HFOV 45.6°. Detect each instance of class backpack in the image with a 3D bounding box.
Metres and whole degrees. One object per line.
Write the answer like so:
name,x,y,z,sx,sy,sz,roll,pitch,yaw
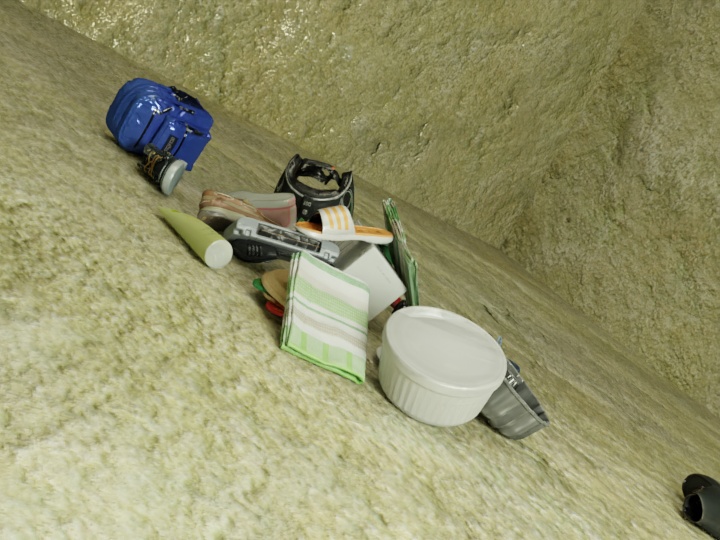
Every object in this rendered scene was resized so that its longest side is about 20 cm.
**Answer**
backpack,-0.433,-0.317,1.854,0.199,0.164,0.168,20,18,-45

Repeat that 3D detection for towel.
towel,0.080,-0.024,1.642,0.023,0.154,0.201,-13,43,-6
towel,-0.048,0.067,1.322,0.148,0.031,0.202,25,39,-20

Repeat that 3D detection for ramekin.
ramekin,0.118,0.150,1.315,0.199,0.095,0.203,14,30,-8

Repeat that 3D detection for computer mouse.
computer mouse,-0.141,-0.018,1.558,0.197,0.035,0.059,13,-12,-9

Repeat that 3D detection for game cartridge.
game cartridge,-0.150,-0.050,1.584,0.197,0.042,0.133,16,-8,-20

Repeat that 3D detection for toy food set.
toy food set,-0.086,0.061,1.416,0.198,0.049,0.198,31,11,0

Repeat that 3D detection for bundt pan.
bundt pan,0.233,0.203,1.465,0.202,0.076,0.202,48,12,-13

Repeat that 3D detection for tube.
tube,-0.282,-0.066,1.462,0.200,0.052,0.059,36,-29,49

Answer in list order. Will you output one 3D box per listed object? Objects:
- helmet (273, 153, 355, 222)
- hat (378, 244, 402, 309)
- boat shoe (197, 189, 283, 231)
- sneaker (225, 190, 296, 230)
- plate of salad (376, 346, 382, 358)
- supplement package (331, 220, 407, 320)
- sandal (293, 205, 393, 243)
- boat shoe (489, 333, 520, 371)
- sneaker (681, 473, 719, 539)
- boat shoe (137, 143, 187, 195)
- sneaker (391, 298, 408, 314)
helmet,-0.104,-0.137,1.862,0.197,0.192,0.202,7,46,-8
hat,0.013,0.045,1.827,0.198,0.179,0.164,-12,-22,44
boat shoe,-0.224,-0.105,1.647,0.199,0.075,0.073,21,55,-45
sneaker,-0.217,-0.105,1.767,0.197,0.106,0.075,5,27,26
plate of salad,0.117,0.177,1.444,0.198,0.048,0.200,30,11,-6
supplement package,0.000,0.000,1.668,0.114,0.109,0.200,51,4,-19
sandal,-0.028,-0.090,1.566,0.204,0.060,0.079,2,17,-31
boat shoe,0.261,0.165,1.817,0.198,0.069,0.084,28,11,-16
sneaker,0.653,0.436,1.648,0.105,0.075,0.200,30,12,-13
boat shoe,-0.401,-0.203,1.702,0.090,0.072,0.200,27,5,-11
sneaker,0.139,0.126,1.683,0.081,0.075,0.200,33,8,-37
